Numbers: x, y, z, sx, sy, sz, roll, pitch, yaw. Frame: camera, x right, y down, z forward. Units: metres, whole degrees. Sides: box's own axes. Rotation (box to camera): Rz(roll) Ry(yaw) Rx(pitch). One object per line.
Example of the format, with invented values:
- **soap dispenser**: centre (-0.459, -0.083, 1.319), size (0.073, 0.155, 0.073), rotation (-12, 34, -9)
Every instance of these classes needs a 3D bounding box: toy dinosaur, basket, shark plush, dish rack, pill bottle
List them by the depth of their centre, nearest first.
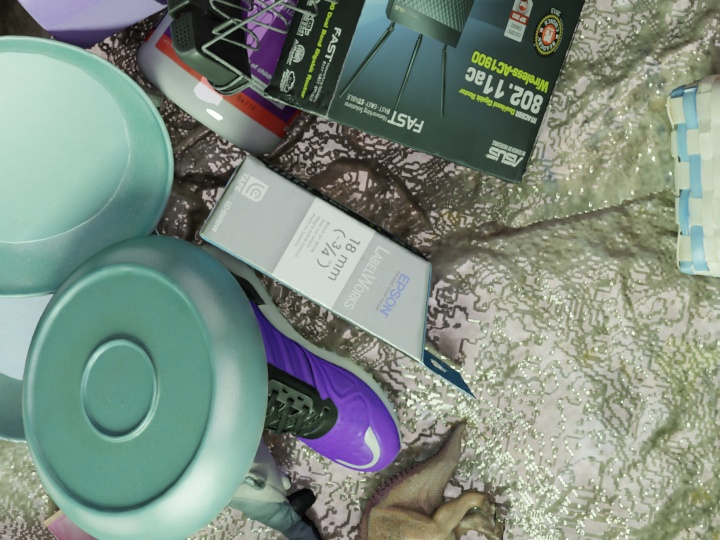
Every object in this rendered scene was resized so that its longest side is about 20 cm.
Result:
- **dish rack**: centre (-0.039, -0.211, 0.938), size (0.200, 0.054, 0.154), rotation (-25, 63, 32)
- **basket**: centre (0.305, -0.068, 1.033), size (0.199, 0.139, 0.177), rotation (2, 96, 31)
- **pill bottle**: centre (-0.050, -0.183, 1.053), size (0.112, 0.112, 0.200), rotation (36, 95, -2)
- **toy dinosaur**: centre (0.026, 0.203, 1.103), size (0.135, 0.086, 0.201), rotation (5, 88, 12)
- **shark plush**: centre (-0.101, 0.138, 1.107), size (0.200, 0.091, 0.083), rotation (30, 120, -32)

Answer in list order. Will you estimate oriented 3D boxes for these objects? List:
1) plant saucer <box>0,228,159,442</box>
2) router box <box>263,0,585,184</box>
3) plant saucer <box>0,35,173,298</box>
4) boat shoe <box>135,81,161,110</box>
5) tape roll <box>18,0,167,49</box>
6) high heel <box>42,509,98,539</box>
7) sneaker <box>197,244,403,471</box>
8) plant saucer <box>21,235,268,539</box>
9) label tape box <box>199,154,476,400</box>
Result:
- **plant saucer**: centre (-0.226, 0.017, 1.110), size (0.200, 0.039, 0.202), rotation (0, 94, 2)
- **router box**: centre (0.048, -0.151, 1.021), size (0.062, 0.200, 0.150), rotation (25, 98, 44)
- **plant saucer**: centre (-0.221, -0.070, 1.027), size (0.199, 0.036, 0.200), rotation (-7, 129, -8)
- **boat shoe**: centre (-0.231, -0.113, 1.083), size (0.199, 0.075, 0.062), rotation (6, 96, 7)
- **tape roll**: centre (-0.194, -0.241, 1.000), size (0.066, 0.200, 0.201), rotation (-26, 94, 9)
- **high heel**: centre (-0.234, 0.249, 1.117), size (0.200, 0.067, 0.096), rotation (-38, 83, -9)
- **sneaker**: centre (-0.061, 0.081, 1.067), size (0.200, 0.100, 0.070), rotation (42, 122, -10)
- **plant saucer**: centre (-0.146, 0.075, 1.016), size (0.200, 0.027, 0.201), rotation (-5, 80, 32)
- **label tape box**: centre (0.000, 0.000, 1.052), size (0.200, 0.144, 0.063), rotation (30, 93, -2)
